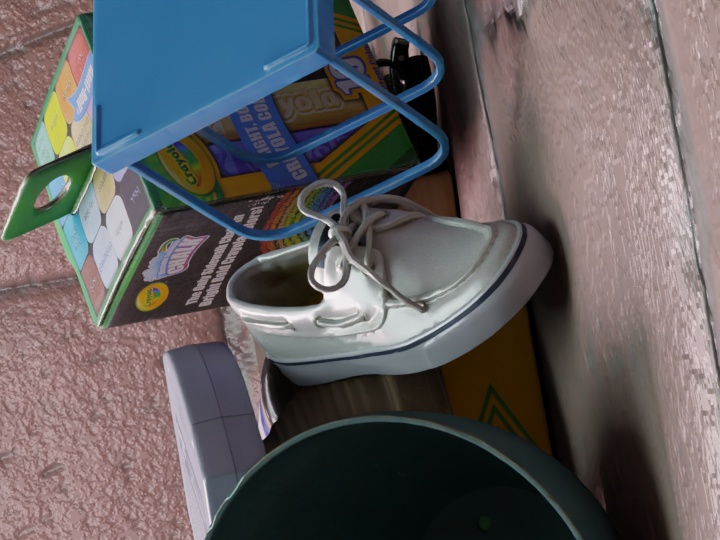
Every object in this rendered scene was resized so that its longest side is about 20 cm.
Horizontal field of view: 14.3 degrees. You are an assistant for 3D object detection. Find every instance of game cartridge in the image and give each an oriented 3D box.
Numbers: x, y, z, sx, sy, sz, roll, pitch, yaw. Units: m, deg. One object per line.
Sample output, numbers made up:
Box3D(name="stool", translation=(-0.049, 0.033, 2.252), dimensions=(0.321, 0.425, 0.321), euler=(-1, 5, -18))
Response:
Box3D(name="game cartridge", translation=(-0.067, 0.111, 1.431), dimensions=(0.200, 0.040, 0.134), euler=(-121, 18, -71))

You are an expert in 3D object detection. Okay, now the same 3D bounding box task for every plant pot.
Box3D(name="plant pot", translation=(0.043, 0.153, 1.258), dimensions=(0.135, 0.199, 0.202), euler=(-14, -86, -64))
Box3D(name="plant pot", translation=(0.000, 0.128, 1.430), dimensions=(0.201, 0.092, 0.202), euler=(169, 90, -83))

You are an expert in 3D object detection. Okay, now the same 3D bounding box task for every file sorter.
Box3D(name="file sorter", translation=(-0.039, -0.136, 1.390), dimensions=(0.122, 0.138, 0.201), euler=(32, -135, -42))

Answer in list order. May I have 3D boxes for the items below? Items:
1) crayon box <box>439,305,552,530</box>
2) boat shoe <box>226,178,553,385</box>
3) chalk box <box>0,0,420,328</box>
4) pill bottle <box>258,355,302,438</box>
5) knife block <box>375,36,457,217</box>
Box3D(name="crayon box", translation=(0.062, 0.085, 1.452), dimensions=(0.126, 0.051, 0.201), euler=(-169, 70, -83))
Box3D(name="boat shoe", translation=(0.002, -0.004, 1.351), dimensions=(0.086, 0.075, 0.201), euler=(44, 151, -22))
Box3D(name="chalk box", translation=(-0.093, -0.058, 1.494), dimensions=(0.125, 0.199, 0.125), euler=(68, 150, 24))
Box3D(name="pill bottle", translation=(-0.011, 0.099, 1.853), dimensions=(0.200, 0.111, 0.113), euler=(98, 161, -71))
Box3D(name="knife block", translation=(0.020, -0.024, 1.588), dimensions=(0.176, 0.064, 0.201), euler=(90, 169, -61))
